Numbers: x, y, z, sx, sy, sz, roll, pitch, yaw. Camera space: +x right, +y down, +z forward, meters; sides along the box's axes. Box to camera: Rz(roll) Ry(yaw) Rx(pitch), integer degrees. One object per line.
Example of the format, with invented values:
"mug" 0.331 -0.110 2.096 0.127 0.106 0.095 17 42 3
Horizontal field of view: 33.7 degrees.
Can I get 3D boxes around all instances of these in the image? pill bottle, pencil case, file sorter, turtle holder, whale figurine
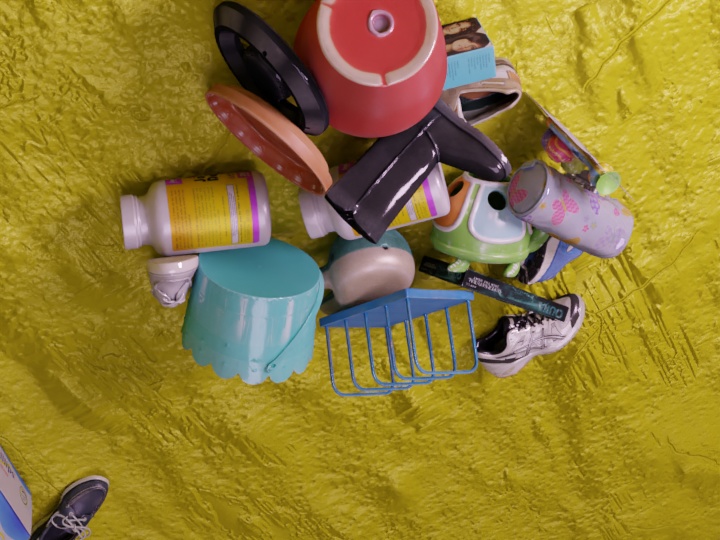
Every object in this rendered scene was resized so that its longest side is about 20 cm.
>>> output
"pill bottle" -0.226 -0.076 1.626 0.198 0.105 0.105 -7 131 -11
"pencil case" 0.299 -0.086 1.683 0.199 0.083 0.091 21 88 -34
"file sorter" 0.060 0.109 1.759 0.138 0.124 0.199 2 164 -41
"turtle holder" 0.197 -0.071 1.724 0.184 0.141 0.133 10 109 8
"pill bottle" 0.018 -0.105 1.654 0.198 0.105 0.105 -14 132 7
"whale figurine" 0.000 0.000 1.776 0.158 0.105 0.200 1 153 -21

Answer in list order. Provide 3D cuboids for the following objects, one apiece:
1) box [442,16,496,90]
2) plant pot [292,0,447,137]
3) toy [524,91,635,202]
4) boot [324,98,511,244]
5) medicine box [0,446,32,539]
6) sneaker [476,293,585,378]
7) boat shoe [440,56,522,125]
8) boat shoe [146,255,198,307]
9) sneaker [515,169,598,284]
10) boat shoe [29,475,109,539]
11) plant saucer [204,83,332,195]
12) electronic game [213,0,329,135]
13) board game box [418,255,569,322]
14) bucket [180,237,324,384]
"box" 0.072 -0.271 1.561 0.198 0.083 0.049 -15 131 -4
"plant pot" 0.016 -0.272 1.426 0.198 0.177 0.203 0 86 -3
"toy" 0.288 -0.160 1.633 0.047 0.200 0.115 -47 127 9
"boot" 0.074 -0.113 1.543 0.200 0.165 0.066 -46 167 -15
"medicine box" -0.647 0.361 1.877 0.198 0.103 0.183 -17 132 0
"sneaker" 0.272 0.098 1.933 0.200 0.076 0.088 -39 129 17
"boat shoe" 0.124 -0.227 1.622 0.199 0.069 0.075 -24 132 6
"boat shoe" -0.262 0.016 1.637 0.071 0.200 0.069 -6 90 -18
"sneaker" 0.309 -0.067 1.817 0.089 0.079 0.201 2 127 -45
"boat shoe" -0.491 0.421 1.997 0.200 0.062 0.075 -41 126 18
"plant saucer" -0.114 -0.172 1.529 0.032 0.200 0.200 -51 129 -9
"electronic game" -0.111 -0.247 1.463 0.042 0.200 0.201 -43 132 -14
"board game box" 0.203 0.028 1.819 0.199 0.135 0.028 20 90 -27
"bucket" -0.152 0.049 1.693 0.205 0.208 0.136 3 121 -18
